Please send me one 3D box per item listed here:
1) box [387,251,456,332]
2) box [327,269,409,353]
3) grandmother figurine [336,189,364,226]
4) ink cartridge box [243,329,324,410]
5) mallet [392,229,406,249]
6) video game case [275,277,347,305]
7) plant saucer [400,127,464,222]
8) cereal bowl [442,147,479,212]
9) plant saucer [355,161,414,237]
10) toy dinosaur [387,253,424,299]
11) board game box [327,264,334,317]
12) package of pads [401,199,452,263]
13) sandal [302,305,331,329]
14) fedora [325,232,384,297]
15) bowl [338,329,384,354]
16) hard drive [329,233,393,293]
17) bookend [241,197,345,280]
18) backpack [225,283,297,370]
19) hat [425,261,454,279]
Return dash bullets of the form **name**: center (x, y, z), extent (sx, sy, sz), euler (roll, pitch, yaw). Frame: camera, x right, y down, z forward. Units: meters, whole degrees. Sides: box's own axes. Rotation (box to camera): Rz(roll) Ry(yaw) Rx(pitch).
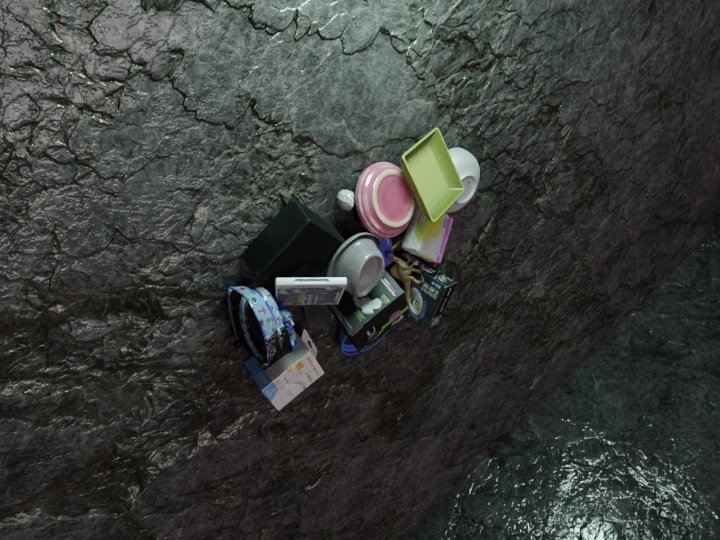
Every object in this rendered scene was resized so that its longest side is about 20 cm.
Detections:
- **box**: center (0.174, 0.063, 1.688), extent (0.085, 0.198, 0.166), euler (-15, 133, -55)
- **box**: center (0.028, 0.113, 1.586), extent (0.198, 0.125, 0.149), euler (-37, 150, -8)
- **grandmother figurine**: center (0.017, -0.182, 1.485), extent (0.197, 0.060, 0.124), euler (6, 96, -40)
- **ink cartridge box**: center (-0.211, 0.276, 1.581), extent (0.199, 0.125, 0.130), euler (-37, 138, -11)
- **mallet**: center (0.098, -0.078, 1.650), extent (0.199, 0.041, 0.066), euler (-39, 140, -5)
- **video game case**: center (-0.135, 0.057, 1.423), extent (0.177, 0.024, 0.200), euler (0, 162, -9)
- **plant saucer**: center (0.191, -0.261, 1.497), extent (0.200, 0.047, 0.202), euler (-44, 113, -39)
- **cereal bowl**: center (0.290, -0.262, 1.639), extent (0.197, 0.083, 0.203), euler (-22, 133, -25)
- **plant saucer**: center (0.077, -0.192, 1.458), extent (0.197, 0.050, 0.206), euler (2, 87, -37)
- **toy dinosaur**: center (0.140, 0.012, 1.613), extent (0.059, 0.099, 0.203), euler (-68, 143, -48)
- **board game box**: center (-0.033, 0.036, 1.616), extent (0.150, 0.040, 0.204), euler (-14, 129, -33)
- **package of pads**: center (0.202, -0.113, 1.630), extent (0.199, 0.067, 0.158), euler (21, 86, -59)
- **sandal**: center (-0.139, 0.090, 1.558), extent (0.075, 0.043, 0.202), euler (-20, 128, 6)
- **fedora**: center (0.000, 0.000, 1.455), extent (0.174, 0.090, 0.203), euler (-7, 133, -42)
- **bowl**: center (0.015, 0.191, 1.751), extent (0.198, 0.040, 0.203), euler (-27, 147, -19)
- **hard drive**: center (0.006, -0.029, 1.549), extent (0.198, 0.025, 0.134), euler (-32, 137, -18)
- **bookend**: center (-0.163, -0.053, 1.397), extent (0.199, 0.093, 0.199), euler (-46, 148, 10)
- **backpack**: center (-0.260, 0.120, 1.391), extent (0.133, 0.181, 0.204), euler (-30, 125, -31)
- **hat**: center (0.207, -0.012, 1.796), extent (0.198, 0.166, 0.178), euler (-33, 93, -8)
